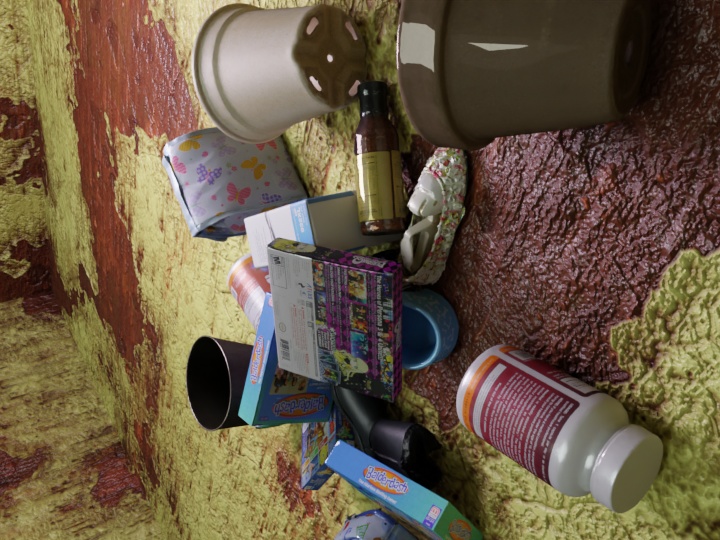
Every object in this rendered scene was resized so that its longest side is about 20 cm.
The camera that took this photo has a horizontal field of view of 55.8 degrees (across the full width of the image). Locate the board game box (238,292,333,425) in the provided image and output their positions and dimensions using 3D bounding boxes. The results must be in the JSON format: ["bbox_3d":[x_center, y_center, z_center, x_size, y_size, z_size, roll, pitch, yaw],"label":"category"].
[{"bbox_3d":[-0.098,0.141,1.073,0.045,0.152,0.200,20,98,48],"label":"board game box"}]

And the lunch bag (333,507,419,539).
[{"bbox_3d":[0.047,0.463,1.074,0.200,0.076,0.160,42,144,1],"label":"lunch bag"}]

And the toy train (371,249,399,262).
[{"bbox_3d":[0.000,0.000,1.037,0.200,0.034,0.046,-16,87,57],"label":"toy train"}]

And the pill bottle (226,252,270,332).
[{"bbox_3d":[-0.147,0.064,1.211,0.200,0.112,0.112,50,140,31],"label":"pill bottle"}]

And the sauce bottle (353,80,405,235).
[{"bbox_3d":[0.024,-0.147,0.901,0.066,0.066,0.200,-8,84,57],"label":"sauce bottle"}]

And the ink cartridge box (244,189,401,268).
[{"bbox_3d":[-0.060,-0.062,0.997,0.200,0.145,0.084,-6,98,56],"label":"ink cartridge box"}]

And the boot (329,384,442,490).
[{"bbox_3d":[0.041,0.226,1.031,0.168,0.076,0.200,-8,104,60],"label":"boot"}]

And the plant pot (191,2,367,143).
[{"bbox_3d":[-0.099,-0.282,0.942,0.183,0.200,0.201,6,109,44],"label":"plant pot"}]

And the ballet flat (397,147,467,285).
[{"bbox_3d":[0.087,-0.062,0.856,0.076,0.064,0.200,40,133,42],"label":"ballet flat"}]

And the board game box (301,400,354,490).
[{"bbox_3d":[-0.060,0.288,1.195,0.200,0.034,0.136,122,153,-49],"label":"board game box"}]

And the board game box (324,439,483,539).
[{"bbox_3d":[0.062,0.328,0.975,0.200,0.045,0.152,19,157,39],"label":"board game box"}]

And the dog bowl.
[{"bbox_3d":[0.032,0.065,0.923,0.200,0.050,0.112,23,113,18],"label":"dog bowl"}]

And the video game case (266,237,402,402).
[{"bbox_3d":[-0.033,0.065,0.892,0.181,0.036,0.200,12,123,24],"label":"video game case"}]

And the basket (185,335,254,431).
[{"bbox_3d":[-0.178,0.200,1.186,0.180,0.200,0.136,50,120,44],"label":"basket"}]

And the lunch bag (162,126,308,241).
[{"bbox_3d":[-0.218,-0.148,1.144,0.127,0.200,0.170,-45,67,53],"label":"lunch bag"}]

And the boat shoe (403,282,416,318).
[{"bbox_3d":[0.022,0.090,1.005,0.200,0.070,0.066,-47,71,34],"label":"boat shoe"}]

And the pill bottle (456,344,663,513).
[{"bbox_3d":[0.208,0.167,0.729,0.200,0.113,0.113,28,126,48],"label":"pill bottle"}]

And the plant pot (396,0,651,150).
[{"bbox_3d":[0.155,-0.202,0.608,0.174,0.200,0.201,14,117,34],"label":"plant pot"}]

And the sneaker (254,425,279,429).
[{"bbox_3d":[-0.154,0.258,1.356,0.200,0.074,0.088,-31,67,45],"label":"sneaker"}]
